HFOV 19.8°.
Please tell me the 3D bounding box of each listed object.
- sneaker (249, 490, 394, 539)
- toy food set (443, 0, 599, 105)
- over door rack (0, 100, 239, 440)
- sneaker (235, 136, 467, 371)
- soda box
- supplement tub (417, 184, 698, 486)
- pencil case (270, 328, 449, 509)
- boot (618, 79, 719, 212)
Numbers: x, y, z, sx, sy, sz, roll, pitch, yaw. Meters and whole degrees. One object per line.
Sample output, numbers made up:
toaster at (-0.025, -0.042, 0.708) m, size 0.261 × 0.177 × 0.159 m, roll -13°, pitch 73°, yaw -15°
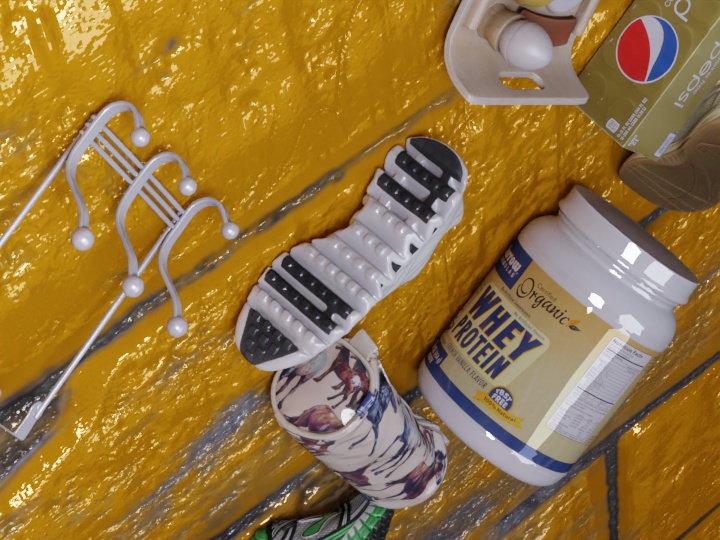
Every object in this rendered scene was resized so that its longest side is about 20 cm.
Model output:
sneaker at (-0.038, 0.215, 1.625) m, size 0.200 × 0.085 × 0.078 m, roll -37°, pitch 154°, yaw -48°
toy food set at (0.148, -0.201, 1.360) m, size 0.143 × 0.060 × 0.201 m, roll -6°, pitch 130°, yaw -49°
over door rack at (-0.168, 0.012, 1.214) m, size 0.200 × 0.067 × 0.148 m, roll -45°, pitch 150°, yaw -3°
sneaker at (0.000, 0.000, 1.416) m, size 0.200 × 0.075 × 0.081 m, roll -42°, pitch 159°, yaw -7°
soda box at (0.241, -0.182, 1.498) m, size 0.201 × 0.068 × 0.064 m, roll -54°, pitch 149°, yaw 14°
supplement tub at (0.153, 0.049, 1.591) m, size 0.201 × 0.144 × 0.144 m, roll -53°, pitch 150°, yaw 12°
pencil case at (0.006, 0.116, 1.553) m, size 0.089 × 0.078 × 0.200 m, roll -32°, pitch 151°, yaw 5°
boot at (0.281, -0.137, 1.590) m, size 0.156 × 0.072 × 0.200 m, roll -63°, pitch -172°, yaw -21°
